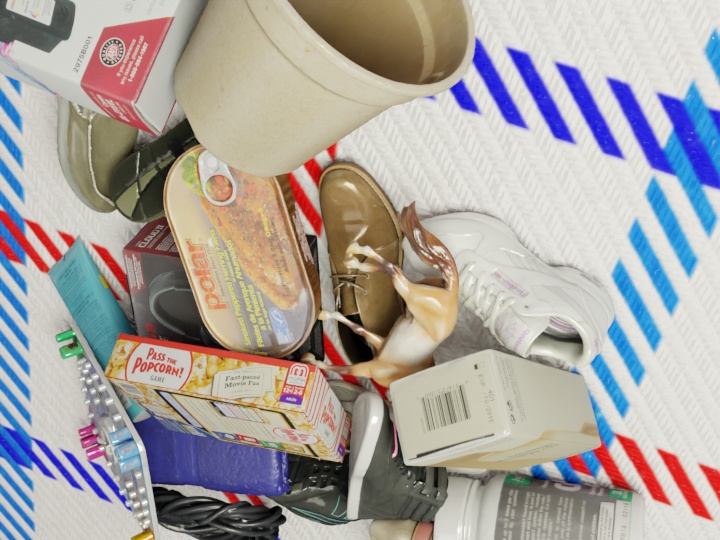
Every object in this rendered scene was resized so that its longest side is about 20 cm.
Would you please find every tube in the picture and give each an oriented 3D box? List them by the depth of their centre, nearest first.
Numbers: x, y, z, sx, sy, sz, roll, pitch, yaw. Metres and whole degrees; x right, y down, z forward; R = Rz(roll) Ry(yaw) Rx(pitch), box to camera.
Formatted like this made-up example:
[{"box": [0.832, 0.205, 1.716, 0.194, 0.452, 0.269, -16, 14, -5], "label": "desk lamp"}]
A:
[{"box": [-0.273, 0.066, 0.974, 0.077, 0.050, 0.201, -38, 80, 29], "label": "tube"}]

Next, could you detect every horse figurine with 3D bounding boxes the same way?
[{"box": [0.033, 0.044, 0.786, 0.132, 0.050, 0.201, 24, 122, 0], "label": "horse figurine"}]

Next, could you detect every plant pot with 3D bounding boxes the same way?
[{"box": [-0.045, -0.171, 0.693, 0.200, 0.201, 0.183, 45, 135, -9], "label": "plant pot"}]

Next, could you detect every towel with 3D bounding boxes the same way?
[{"box": [-0.169, 0.167, 0.997, 0.198, 0.049, 0.149, 1, 99, 22], "label": "towel"}]

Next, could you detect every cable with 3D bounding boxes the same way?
[{"box": [-0.167, 0.276, 1.028, 0.162, 0.051, 0.200, 19, 156, -3], "label": "cable"}]

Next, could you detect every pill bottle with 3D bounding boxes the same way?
[{"box": [0.179, 0.267, 0.904, 0.198, 0.113, 0.114, 4, 121, 18], "label": "pill bottle"}]

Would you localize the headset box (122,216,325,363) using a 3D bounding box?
[{"box": [-0.142, 0.034, 0.908, 0.198, 0.077, 0.150, 8, 122, 14], "label": "headset box"}]

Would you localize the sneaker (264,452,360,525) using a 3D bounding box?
[{"box": [-0.013, 0.241, 1.000, 0.198, 0.076, 0.080, 2, 138, 23], "label": "sneaker"}]

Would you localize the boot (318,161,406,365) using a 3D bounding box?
[{"box": [0.000, 0.000, 0.836, 0.073, 0.076, 0.202, -2, 118, 24], "label": "boot"}]

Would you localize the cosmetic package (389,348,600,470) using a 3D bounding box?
[{"box": [0.124, 0.128, 0.794, 0.105, 0.199, 0.072, -24, 66, 30], "label": "cosmetic package"}]

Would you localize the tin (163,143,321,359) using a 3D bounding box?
[{"box": [-0.102, -0.019, 0.798, 0.111, 0.042, 0.202, -11, 107, 13], "label": "tin"}]

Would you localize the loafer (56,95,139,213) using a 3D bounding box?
[{"box": [-0.237, -0.144, 0.837, 0.069, 0.075, 0.202, 10, 122, 20], "label": "loafer"}]

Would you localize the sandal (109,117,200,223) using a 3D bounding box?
[{"box": [-0.140, -0.106, 0.833, 0.199, 0.057, 0.081, -20, 90, 18], "label": "sandal"}]

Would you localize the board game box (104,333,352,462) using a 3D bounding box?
[{"box": [-0.120, 0.125, 0.864, 0.198, 0.047, 0.152, 8, 154, 16], "label": "board game box"}]

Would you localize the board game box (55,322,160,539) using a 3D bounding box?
[{"box": [-0.276, 0.191, 0.989, 0.200, 0.026, 0.201, 46, 146, 38], "label": "board game box"}]

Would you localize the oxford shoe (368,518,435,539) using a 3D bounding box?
[{"box": [0.052, 0.312, 0.988, 0.074, 0.071, 0.201, 13, 145, 18], "label": "oxford shoe"}]

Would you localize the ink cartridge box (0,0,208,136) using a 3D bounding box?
[{"box": [-0.234, -0.220, 0.743, 0.198, 0.083, 0.147, 21, 84, 7], "label": "ink cartridge box"}]

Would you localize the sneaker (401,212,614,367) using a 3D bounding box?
[{"box": [0.125, 0.016, 0.782, 0.199, 0.100, 0.075, 25, 127, 7], "label": "sneaker"}]

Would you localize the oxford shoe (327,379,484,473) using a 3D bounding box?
[{"box": [0.038, 0.173, 0.936, 0.198, 0.058, 0.076, 18, 122, 8], "label": "oxford shoe"}]

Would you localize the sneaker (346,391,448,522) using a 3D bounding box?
[{"box": [0.039, 0.179, 0.864, 0.098, 0.071, 0.201, 3, 140, -1], "label": "sneaker"}]
